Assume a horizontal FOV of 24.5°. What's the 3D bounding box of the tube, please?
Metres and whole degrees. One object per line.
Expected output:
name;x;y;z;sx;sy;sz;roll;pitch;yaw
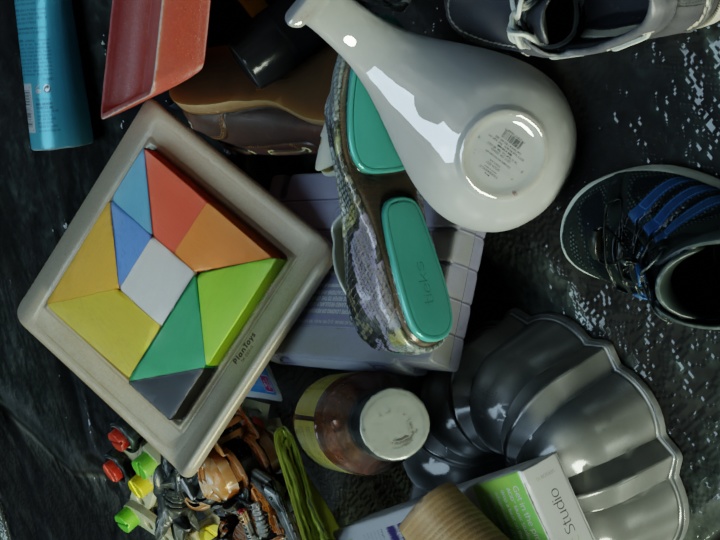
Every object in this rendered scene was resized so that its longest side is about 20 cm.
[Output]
tube;-0.251;-0.197;1.319;0.077;0.050;0.202;4;105;45

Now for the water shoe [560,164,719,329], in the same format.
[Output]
water shoe;0.169;-0.011;0.871;0.199;0.079;0.072;8;113;48

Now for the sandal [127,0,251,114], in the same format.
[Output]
sandal;-0.128;-0.144;1.194;0.200;0.043;0.077;-12;97;52

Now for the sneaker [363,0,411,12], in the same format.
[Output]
sneaker;-0.022;-0.225;1.026;0.200;0.078;0.090;30;101;46

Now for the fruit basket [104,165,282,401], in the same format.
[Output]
fruit basket;-0.134;0.007;1.233;0.199;0.093;0.187;-2;105;54

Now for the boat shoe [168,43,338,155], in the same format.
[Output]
boat shoe;-0.031;-0.109;1.081;0.199;0.071;0.070;8;151;38

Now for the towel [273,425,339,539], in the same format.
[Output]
towel;-0.024;0.177;1.144;0.200;0.018;0.087;70;-178;-64

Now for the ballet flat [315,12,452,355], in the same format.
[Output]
ballet flat;0.004;-0.048;0.975;0.072;0.072;0.202;-15;82;52

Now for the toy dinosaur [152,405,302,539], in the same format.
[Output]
toy dinosaur;-0.081;0.140;1.147;0.136;0.101;0.202;159;106;-67

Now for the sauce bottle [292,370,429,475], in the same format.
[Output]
sauce bottle;0.002;0.094;1.004;0.200;0.066;0.066;166;84;-80

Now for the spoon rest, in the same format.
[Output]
spoon rest;0.040;-0.100;0.928;0.200;0.100;0.061;38;-174;-24

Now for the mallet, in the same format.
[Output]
mallet;-0.075;-0.198;1.097;0.041;0.066;0.201;56;-175;-47

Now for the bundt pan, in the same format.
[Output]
bundt pan;0.100;0.131;1.022;0.201;0.075;0.203;25;125;42

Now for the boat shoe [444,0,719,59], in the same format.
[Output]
boat shoe;0.106;-0.149;0.897;0.199;0.062;0.073;6;113;50

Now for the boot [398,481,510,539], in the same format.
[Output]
boot;0.051;0.232;0.950;0.144;0.071;0.202;52;134;26

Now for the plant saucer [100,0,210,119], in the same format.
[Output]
plant saucer;-0.125;-0.202;1.066;0.199;0.036;0.202;-179;95;-72

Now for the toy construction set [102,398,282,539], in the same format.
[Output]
toy construction set;-0.134;0.164;1.295;0.131;0.092;0.200;44;136;12

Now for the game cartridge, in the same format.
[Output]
game cartridge;0.000;0.000;1.069;0.199;0.038;0.131;1;80;50

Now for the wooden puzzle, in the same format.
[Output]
wooden puzzle;-0.132;0.008;1.113;0.200;0.037;0.186;40;103;28

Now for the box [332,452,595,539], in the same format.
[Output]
box;0.075;0.199;0.995;0.200;0.036;0.145;-28;84;53
